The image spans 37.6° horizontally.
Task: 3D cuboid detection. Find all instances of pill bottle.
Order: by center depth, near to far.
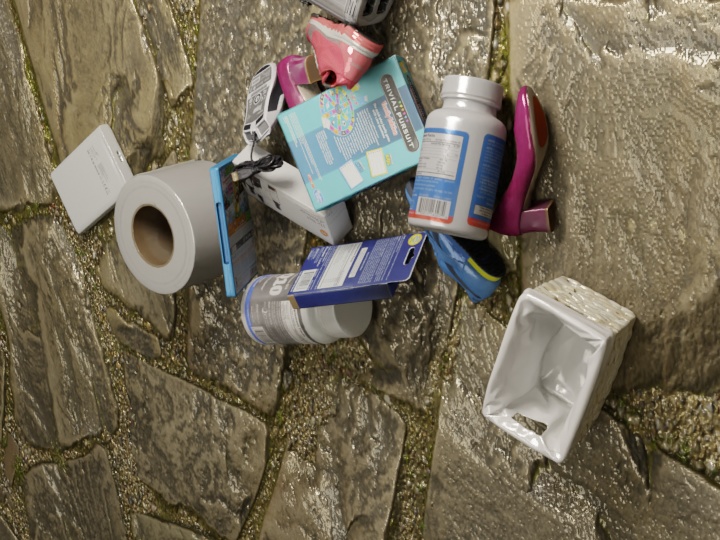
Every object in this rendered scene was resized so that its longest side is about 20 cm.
[{"bbox_3d":[0.133,-0.149,1.397,0.111,0.112,0.203,12,91,36],"label":"pill bottle"},{"bbox_3d":[-0.085,0.059,1.669,0.198,0.113,0.116,-5,102,40],"label":"pill bottle"}]

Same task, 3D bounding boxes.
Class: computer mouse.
[{"bbox_3d":[-0.145,-0.228,1.624,0.109,0.044,0.203,-21,53,47],"label":"computer mouse"}]

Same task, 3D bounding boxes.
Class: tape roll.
[{"bbox_3d":[-0.301,-0.075,1.787,0.201,0.138,0.206,15,114,35],"label":"tape roll"}]

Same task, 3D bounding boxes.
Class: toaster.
[{"bbox_3d":[-0.014,-0.425,1.450,0.129,0.113,0.202,37,123,21],"label":"toaster"}]

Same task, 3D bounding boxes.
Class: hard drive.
[{"bbox_3d":[-0.507,-0.171,2.000,0.199,0.026,0.133,-30,84,42],"label":"hard drive"}]

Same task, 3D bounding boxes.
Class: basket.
[{"bbox_3d":[0.265,0.124,1.393,0.135,0.123,0.202,30,123,28],"label":"basket"}]

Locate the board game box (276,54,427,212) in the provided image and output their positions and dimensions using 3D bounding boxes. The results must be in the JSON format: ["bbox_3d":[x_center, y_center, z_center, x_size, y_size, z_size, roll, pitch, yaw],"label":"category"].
[{"bbox_3d":[-0.002,-0.194,1.514,0.198,0.047,0.153,-23,90,19],"label":"board game box"}]

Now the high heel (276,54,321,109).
[{"bbox_3d":[-0.081,-0.227,1.610,0.095,0.067,0.203,6,116,55],"label":"high heel"}]

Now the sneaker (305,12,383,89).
[{"bbox_3d":[-0.042,-0.304,1.484,0.088,0.073,0.200,-64,27,7],"label":"sneaker"}]

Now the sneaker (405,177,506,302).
[{"bbox_3d":[0.119,-0.041,1.498,0.201,0.066,0.079,51,133,14],"label":"sneaker"}]

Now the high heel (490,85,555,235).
[{"bbox_3d":[0.199,-0.140,1.393,0.095,0.067,0.203,1,109,28],"label":"high heel"}]

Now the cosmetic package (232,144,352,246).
[{"bbox_3d":[-0.107,-0.119,1.646,0.199,0.051,0.083,31,160,29],"label":"cosmetic package"}]

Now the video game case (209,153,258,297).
[{"bbox_3d":[-0.200,-0.074,1.679,0.018,0.143,0.203,-3,104,10],"label":"video game case"}]

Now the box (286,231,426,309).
[{"bbox_3d":[0.000,0.000,1.554,0.197,0.122,0.033,-8,124,27],"label":"box"}]
